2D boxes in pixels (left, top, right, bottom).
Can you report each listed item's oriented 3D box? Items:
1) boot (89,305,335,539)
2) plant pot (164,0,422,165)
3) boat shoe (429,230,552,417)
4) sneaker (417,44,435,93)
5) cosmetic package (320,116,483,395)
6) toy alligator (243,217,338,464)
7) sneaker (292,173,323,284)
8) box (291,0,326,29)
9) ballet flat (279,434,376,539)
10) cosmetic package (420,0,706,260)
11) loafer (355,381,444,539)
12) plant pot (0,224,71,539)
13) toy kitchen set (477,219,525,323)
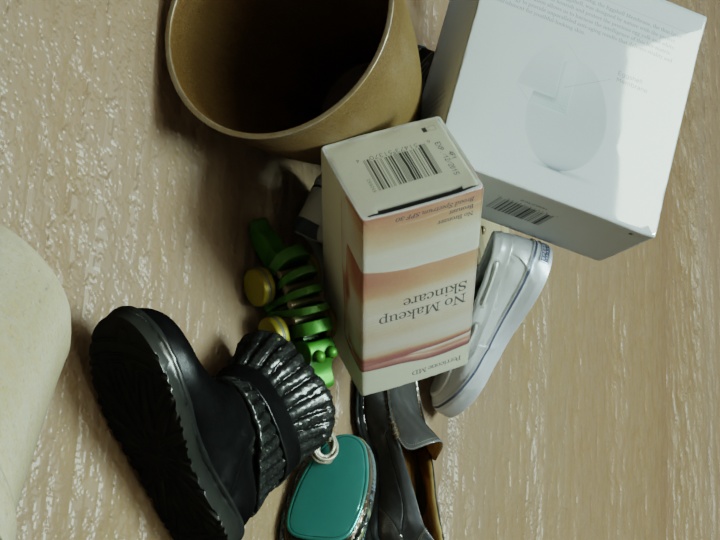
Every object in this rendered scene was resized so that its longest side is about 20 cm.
[{"bbox_3d":[-0.102,0.082,1.055,0.158,0.079,0.213,-48,132,-42],"label":"boot"},{"bbox_3d":[-0.025,-0.159,1.163,0.200,0.184,0.189,35,54,-62],"label":"plant pot"},{"bbox_3d":[0.100,0.045,1.321,0.065,0.201,0.074,21,29,-11],"label":"boat shoe"},{"bbox_3d":[0.051,-0.103,1.296,0.071,0.082,0.202,85,6,-79],"label":"sneaker"},{"bbox_3d":[0.030,-0.008,1.141,0.201,0.102,0.088,89,-21,-48],"label":"cosmetic package"},{"bbox_3d":[-0.041,0.051,1.153,0.059,0.054,0.202,-14,85,-36],"label":"toy alligator"},{"bbox_3d":[0.000,0.000,1.256,0.071,0.073,0.200,-49,131,-15],"label":"sneaker"},{"bbox_3d":[-0.025,-0.289,1.297,0.119,0.041,0.202,31,56,-50],"label":"box"},{"bbox_3d":[-0.032,0.227,1.157,0.074,0.074,0.202,49,47,-38],"label":"ballet flat"},{"bbox_3d":[0.160,-0.141,1.241,0.197,0.123,0.202,20,77,-11],"label":"cosmetic package"},{"bbox_3d":[0.041,0.149,1.264,0.072,0.072,0.203,12,72,-53],"label":"loafer"},{"bbox_3d":[-0.243,0.071,0.774,0.202,0.198,0.184,60,27,-28],"label":"plant pot"},{"bbox_3d":[0.135,-0.059,1.355,0.162,0.179,0.203,2,76,-55],"label":"toy kitchen set"}]
